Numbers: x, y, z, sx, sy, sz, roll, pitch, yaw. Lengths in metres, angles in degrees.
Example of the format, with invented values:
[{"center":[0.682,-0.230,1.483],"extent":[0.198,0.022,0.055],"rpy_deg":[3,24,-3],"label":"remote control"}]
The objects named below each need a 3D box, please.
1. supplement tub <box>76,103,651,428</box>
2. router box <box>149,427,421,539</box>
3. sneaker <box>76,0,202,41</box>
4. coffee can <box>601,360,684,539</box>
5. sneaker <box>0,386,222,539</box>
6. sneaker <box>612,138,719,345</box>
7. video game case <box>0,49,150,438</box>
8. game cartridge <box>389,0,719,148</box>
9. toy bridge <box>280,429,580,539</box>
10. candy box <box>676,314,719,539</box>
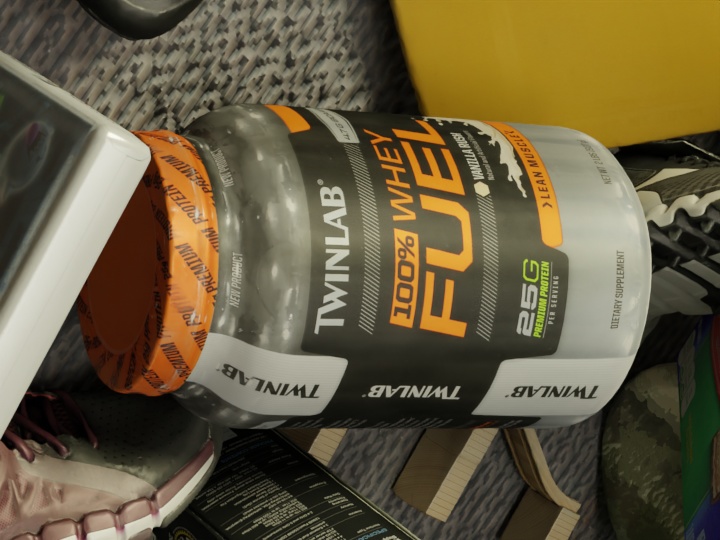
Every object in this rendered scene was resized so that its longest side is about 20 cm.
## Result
[{"center":[0.000,0.000,0.861],"extent":[0.199,0.123,0.123],"rpy_deg":[1,111,-28],"label":"supplement tub"},{"center":[-0.024,0.174,0.927],"extent":[0.062,0.150,0.201],"rpy_deg":[-24,126,-29],"label":"router box"},{"center":[-0.036,-0.170,0.768],"extent":[0.076,0.088,0.200],"rpy_deg":[30,88,-26],"label":"sneaker"},{"center":[0.241,0.088,1.117],"extent":[0.199,0.146,0.147],"rpy_deg":[-17,122,-34],"label":"coffee can"},{"center":[-0.142,0.059,0.818],"extent":[0.200,0.076,0.116],"rpy_deg":[-26,124,-28],"label":"sneaker"},{"center":[0.132,-0.023,0.928],"extent":[0.066,0.200,0.091],"rpy_deg":[29,65,-16],"label":"sneaker"},{"center":[-0.158,0.020,0.705],"extent":[0.023,0.182,0.200],"rpy_deg":[27,93,-38],"label":"video game case"},{"center":[0.094,-0.137,0.880],"extent":[0.176,0.033,0.200],"rpy_deg":[-8,128,10],"label":"game cartridge"},{"center":[0.043,0.080,1.024],"extent":[0.200,0.027,0.067],"rpy_deg":[29,90,-46],"label":"toy bridge"},{"center":[0.205,0.020,0.896],"extent":[0.077,0.169,0.200],"rpy_deg":[24,121,-9],"label":"candy box"}]
